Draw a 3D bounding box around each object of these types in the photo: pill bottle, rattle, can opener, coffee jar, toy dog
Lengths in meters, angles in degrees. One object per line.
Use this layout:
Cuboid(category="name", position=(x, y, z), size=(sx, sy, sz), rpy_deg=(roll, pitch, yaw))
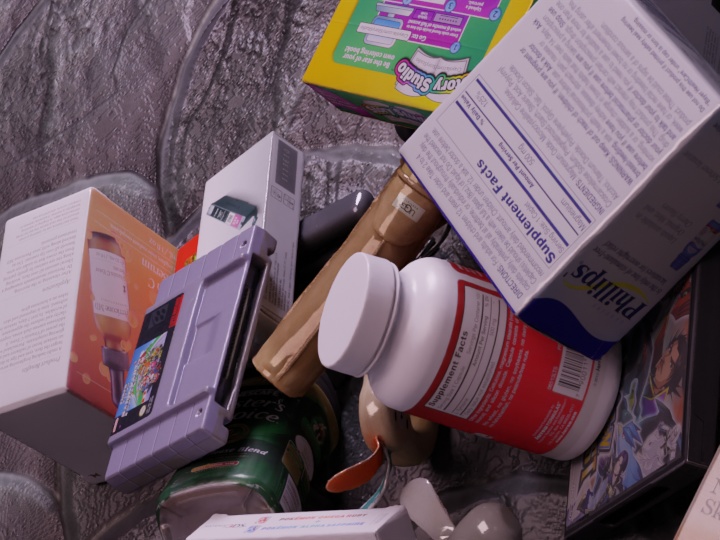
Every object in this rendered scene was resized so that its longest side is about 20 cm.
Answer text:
Cuboid(category="pill bottle", position=(0.076, 0.057, 1.581), size=(0.112, 0.199, 0.113), rpy_deg=(-162, 90, -72))
Cuboid(category="rattle", position=(0.064, 0.103, 1.651), size=(0.142, 0.131, 0.200), rpy_deg=(7, 27, 8))
Cuboid(category="can opener", position=(-0.046, -0.027, 1.870), size=(0.200, 0.053, 0.067), rpy_deg=(-27, 36, 42))
Cuboid(category="coffee jar", position=(-0.082, 0.148, 1.727), size=(0.104, 0.086, 0.200), rpy_deg=(-13, 23, 19))
Cuboid(category="toy dog", position=(0.049, 0.220, 1.620), size=(0.199, 0.133, 0.096), rpy_deg=(-12, 18, 31))

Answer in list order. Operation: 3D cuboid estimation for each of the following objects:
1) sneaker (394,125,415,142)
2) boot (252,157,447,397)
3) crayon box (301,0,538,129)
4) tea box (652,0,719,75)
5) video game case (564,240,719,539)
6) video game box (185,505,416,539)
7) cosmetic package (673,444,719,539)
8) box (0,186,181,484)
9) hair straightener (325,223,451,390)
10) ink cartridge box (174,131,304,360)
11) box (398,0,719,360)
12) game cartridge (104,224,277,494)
Cuboid(category="sneaker", position=(0.071, -0.185, 1.888), size=(0.087, 0.074, 0.201), rpy_deg=(-3, 51, 52))
Cuboid(category="boot", position=(0.000, 0.000, 1.733), size=(0.066, 0.175, 0.200), rpy_deg=(38, 97, 8))
Cuboid(category="crayon box", position=(0.071, -0.193, 1.694), size=(0.199, 0.058, 0.173), rpy_deg=(18, 80, 46))
Cuboid(category="tea box", position=(0.180, -0.182, 1.730), size=(0.196, 0.133, 0.201), rpy_deg=(-9, 59, 39))
Cuboid(category="video game case", position=(0.200, 0.073, 1.561), size=(0.181, 0.025, 0.201), rpy_deg=(135, 149, -58))
Cuboid(category="video game box", position=(-0.019, 0.268, 1.586), size=(0.181, 0.201, 0.047), rpy_deg=(-8, 17, 41))
Cuboid(category="cosmetic package", position=(0.265, 0.178, 1.436), size=(0.103, 0.087, 0.201), rpy_deg=(22, 79, 27))
Cuboid(category="box", position=(-0.232, 0.059, 1.928), size=(0.106, 0.152, 0.201), rpy_deg=(-19, 53, 31))
Cuboid(category="hair straightener", position=(0.026, 0.017, 1.817), size=(0.200, 0.041, 0.077), rpy_deg=(-51, 42, -3))
Cuboid(category="ink cartridge box", position=(-0.121, 0.005, 1.853), size=(0.173, 0.043, 0.201), rpy_deg=(-34, 37, 34))
Cuboid(category="box", position=(0.159, -0.078, 1.527), size=(0.200, 0.105, 0.184), rpy_deg=(-46, 48, 14))
Cuboid(category="game cartridge", position=(-0.134, 0.068, 1.724), size=(0.129, 0.038, 0.201), rpy_deg=(-25, 39, 37))
